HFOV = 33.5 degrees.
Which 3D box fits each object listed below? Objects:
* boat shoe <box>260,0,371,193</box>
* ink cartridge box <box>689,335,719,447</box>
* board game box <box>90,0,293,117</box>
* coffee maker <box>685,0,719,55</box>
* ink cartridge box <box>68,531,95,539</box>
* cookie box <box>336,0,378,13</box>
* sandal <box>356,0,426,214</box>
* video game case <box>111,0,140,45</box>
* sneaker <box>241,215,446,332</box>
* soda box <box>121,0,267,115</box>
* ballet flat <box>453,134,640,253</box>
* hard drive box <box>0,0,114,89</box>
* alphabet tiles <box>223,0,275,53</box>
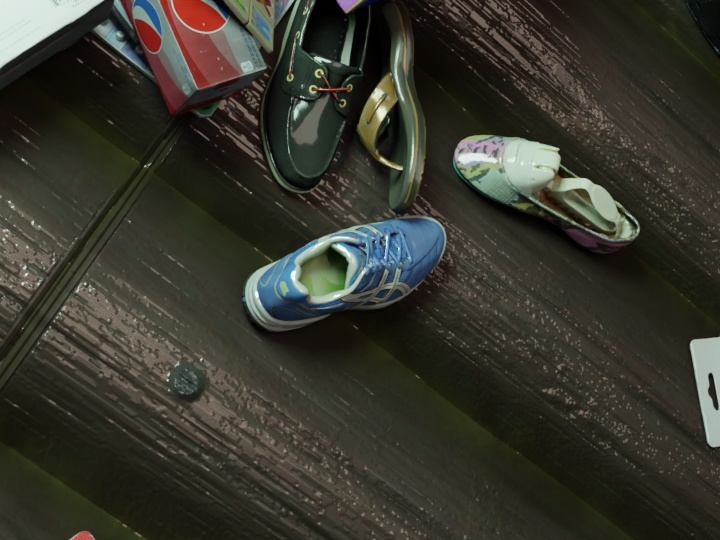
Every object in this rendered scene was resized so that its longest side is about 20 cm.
[{"bbox_3d":[-0.037,-0.167,1.048,0.074,0.063,0.202,18,71,-25],"label":"boat shoe"},{"bbox_3d":[0.441,0.113,1.223,0.199,0.067,0.116,-3,80,-28],"label":"ink cartridge box"},{"bbox_3d":[-0.157,-0.266,1.029,0.200,0.026,0.200,38,63,-14],"label":"board game box"},{"bbox_3d":[0.440,-0.316,1.252,0.192,0.200,0.135,-8,79,-31],"label":"coffee maker"},{"bbox_3d":[-0.199,0.308,0.831,0.175,0.084,0.200,-36,95,-30],"label":"ink cartridge box"},{"bbox_3d":[0.069,-0.314,1.038,0.075,0.171,0.200,57,34,-2],"label":"cookie box"},{"bbox_3d":[0.022,-0.145,1.066,0.054,0.082,0.201,-2,79,-11],"label":"sandal"},{"bbox_3d":[-0.192,-0.305,0.995,0.143,0.019,0.200,-41,99,-29],"label":"video game case"},{"bbox_3d":[0.000,0.000,1.015,0.200,0.077,0.076,-24,87,-31],"label":"sneaker"},{"bbox_3d":[-0.152,-0.231,0.951,0.070,0.063,0.200,-23,89,-31],"label":"soda box"},{"bbox_3d":[0.185,-0.079,1.134,0.200,0.071,0.069,29,67,-18],"label":"ballet flat"},{"bbox_3d":[-0.307,-0.241,0.900,0.156,0.077,0.200,-38,97,-18],"label":"hard drive box"},{"bbox_3d":[-0.117,-0.293,0.966,0.167,0.008,0.200,47,29,-39],"label":"alphabet tiles"}]
